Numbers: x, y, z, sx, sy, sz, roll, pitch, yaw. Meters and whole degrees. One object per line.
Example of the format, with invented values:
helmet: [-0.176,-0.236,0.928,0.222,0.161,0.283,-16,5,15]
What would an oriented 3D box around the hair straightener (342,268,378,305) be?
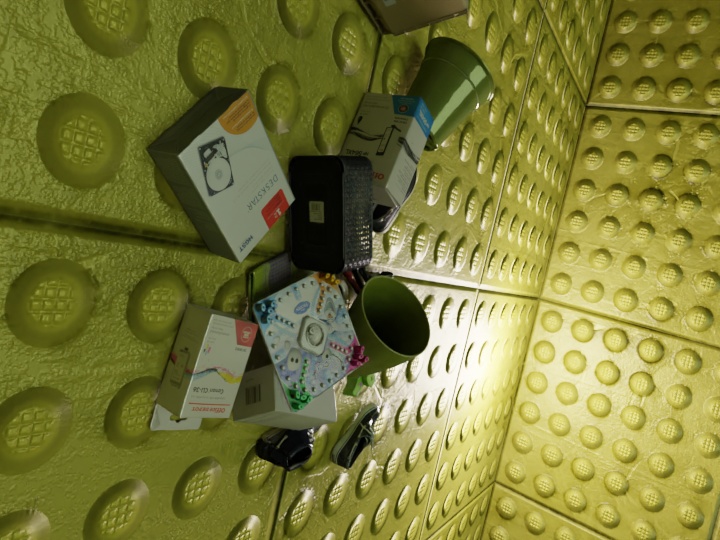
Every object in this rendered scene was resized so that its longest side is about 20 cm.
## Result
hair straightener: [0.000,0.000,1.178,0.077,0.040,0.202,-50,126,-25]

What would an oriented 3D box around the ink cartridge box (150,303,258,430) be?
ink cartridge box: [-0.252,0.170,0.861,0.116,0.066,0.207,24,82,-58]

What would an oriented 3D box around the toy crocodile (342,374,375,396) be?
toy crocodile: [0.016,0.234,1.318,0.200,0.066,0.063,-48,120,-40]

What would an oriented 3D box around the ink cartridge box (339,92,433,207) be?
ink cartridge box: [0.045,-0.250,1.088,0.084,0.142,0.206,40,69,-56]

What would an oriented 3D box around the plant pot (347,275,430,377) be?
plant pot: [0.025,0.147,1.169,0.185,0.189,0.200,-27,167,-49]

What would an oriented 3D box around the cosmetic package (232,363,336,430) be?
cosmetic package: [-0.140,0.247,1.006,0.199,0.105,0.088,33,44,-55]

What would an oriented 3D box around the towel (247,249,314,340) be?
towel: [-0.141,0.035,1.026,0.198,0.022,0.149,-26,125,-51]

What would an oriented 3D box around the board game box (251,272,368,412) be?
board game box: [-0.083,0.119,0.970,0.197,0.025,0.206,-27,99,-43]

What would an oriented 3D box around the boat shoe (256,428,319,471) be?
boat shoe: [-0.121,0.359,1.124,0.198,0.090,0.078,-19,119,-53]

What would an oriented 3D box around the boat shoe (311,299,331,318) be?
boat shoe: [-0.117,0.141,1.056,0.069,0.070,0.206,-3,118,-37]

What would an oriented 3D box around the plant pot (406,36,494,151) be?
plant pot: [0.180,-0.390,1.230,0.192,0.197,0.201,-53,144,-11]

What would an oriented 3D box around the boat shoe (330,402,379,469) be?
boat shoe: [0.005,0.430,1.375,0.198,0.066,0.076,-38,133,-45]

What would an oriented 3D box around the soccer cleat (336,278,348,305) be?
soccer cleat: [-0.068,0.117,1.113,0.085,0.066,0.207,110,-5,-85]

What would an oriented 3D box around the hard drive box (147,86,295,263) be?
hard drive box: [-0.201,-0.144,0.807,0.157,0.075,0.203,-54,143,-29]

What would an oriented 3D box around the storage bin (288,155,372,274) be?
storage bin: [-0.055,-0.106,0.979,0.093,0.132,0.208,-15,108,-52]

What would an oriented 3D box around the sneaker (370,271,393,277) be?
sneaker: [0.067,0.068,1.324,0.200,0.073,0.119,45,63,-54]

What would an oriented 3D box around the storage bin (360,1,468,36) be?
storage bin: [0.089,-0.560,0.990,0.199,0.192,0.097,30,60,-57]

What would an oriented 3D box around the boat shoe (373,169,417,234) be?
boat shoe: [0.074,-0.186,1.227,0.206,0.072,0.063,-62,154,-13]
